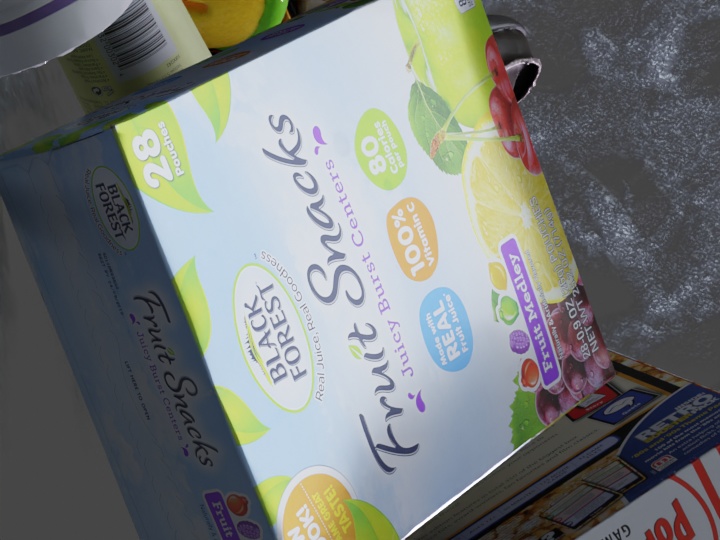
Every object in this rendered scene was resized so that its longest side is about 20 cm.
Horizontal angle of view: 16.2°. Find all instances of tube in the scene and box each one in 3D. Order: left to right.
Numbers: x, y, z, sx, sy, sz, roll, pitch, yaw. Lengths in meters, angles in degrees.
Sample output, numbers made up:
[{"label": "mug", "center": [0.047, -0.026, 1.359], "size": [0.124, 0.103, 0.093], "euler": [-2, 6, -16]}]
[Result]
[{"label": "tube", "center": [-0.072, -0.051, 0.995], "size": [0.058, 0.052, 0.200], "euler": [20, -34, 45]}]

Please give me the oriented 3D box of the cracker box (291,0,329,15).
[{"label": "cracker box", "center": [-0.002, -0.185, 1.092], "size": [0.200, 0.057, 0.134], "euler": [98, -13, -64]}]

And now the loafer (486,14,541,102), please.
[{"label": "loafer", "center": [0.023, -0.037, 1.117], "size": [0.071, 0.200, 0.073], "euler": [39, -34, 10]}]

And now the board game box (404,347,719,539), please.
[{"label": "board game box", "center": [0.071, 0.095, 1.031], "size": [0.046, 0.151, 0.200], "euler": [62, -11, -15]}]

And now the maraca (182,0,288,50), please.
[{"label": "maraca", "center": [-0.080, -0.173, 0.996], "size": [0.137, 0.107, 0.200], "euler": [28, -36, 37]}]

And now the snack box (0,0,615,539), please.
[{"label": "snack box", "center": [-0.011, 0.003, 0.869], "size": [0.200, 0.068, 0.169], "euler": [-32, 105, -46]}]

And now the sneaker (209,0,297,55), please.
[{"label": "sneaker", "center": [-0.061, -0.116, 1.116], "size": [0.077, 0.078, 0.200], "euler": [126, -45, -54]}]

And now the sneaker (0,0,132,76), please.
[{"label": "sneaker", "center": [-0.126, -0.141, 0.741], "size": [0.114, 0.073, 0.201], "euler": [64, 0, -39]}]
